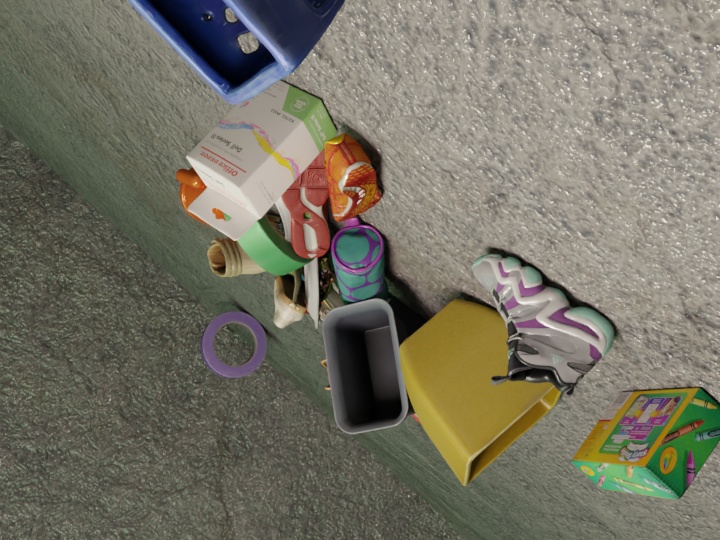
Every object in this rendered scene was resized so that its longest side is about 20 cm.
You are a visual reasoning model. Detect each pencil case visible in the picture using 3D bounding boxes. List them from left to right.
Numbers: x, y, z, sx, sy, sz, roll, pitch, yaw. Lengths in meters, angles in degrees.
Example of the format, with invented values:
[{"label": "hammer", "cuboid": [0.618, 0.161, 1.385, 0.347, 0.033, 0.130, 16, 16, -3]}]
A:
[{"label": "pencil case", "cuboid": [0.000, 0.000, 1.535, 0.084, 0.094, 0.200, -5, 157, 1]}]

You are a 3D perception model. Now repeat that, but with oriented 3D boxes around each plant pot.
[{"label": "plant pot", "cuboid": [-0.093, -0.279, 0.792, 0.200, 0.180, 0.200, 46, 164, -17]}, {"label": "plant pot", "cuboid": [0.162, 0.160, 1.407, 0.200, 0.195, 0.195, 48, 169, 20]}]

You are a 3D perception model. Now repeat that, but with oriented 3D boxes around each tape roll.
[{"label": "tape roll", "cuboid": [-0.389, 0.228, 2.943, 0.200, 0.200, 0.085, 42, 165, -6]}, {"label": "tape roll", "cuboid": [-0.136, -0.094, 1.440, 0.201, 0.048, 0.202, 48, -152, -36]}]

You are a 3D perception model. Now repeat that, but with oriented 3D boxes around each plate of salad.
[{"label": "plate of salad", "cuboid": [-0.068, -0.005, 1.594, 0.047, 0.203, 0.200, -1, 166, -6]}]

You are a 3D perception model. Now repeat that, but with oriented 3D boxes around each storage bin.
[{"label": "storage bin", "cuboid": [0.021, 0.163, 1.568, 0.144, 0.203, 0.134, -14, 165, 19]}]

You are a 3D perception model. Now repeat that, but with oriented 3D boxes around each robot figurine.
[{"label": "robot figurine", "cuboid": [-0.252, -0.133, 1.733, 0.199, 0.143, 0.118, 21, 120, 51]}]

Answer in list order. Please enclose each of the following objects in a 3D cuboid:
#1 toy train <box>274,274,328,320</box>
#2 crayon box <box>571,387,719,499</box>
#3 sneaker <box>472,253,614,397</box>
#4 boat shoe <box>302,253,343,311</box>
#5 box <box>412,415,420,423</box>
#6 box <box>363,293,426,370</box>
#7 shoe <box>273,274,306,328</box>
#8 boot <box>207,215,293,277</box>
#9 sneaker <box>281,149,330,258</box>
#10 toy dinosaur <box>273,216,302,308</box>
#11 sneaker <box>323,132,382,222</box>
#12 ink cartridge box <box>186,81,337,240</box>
[{"label": "toy train", "cuboid": [-0.063, 0.044, 1.850, 0.200, 0.085, 0.115, 47, 151, -21]}, {"label": "crayon box", "cuboid": [0.351, 0.209, 1.177, 0.058, 0.119, 0.200, 41, 166, -4]}, {"label": "sneaker", "cuboid": [0.189, 0.075, 1.158, 0.199, 0.140, 0.078, 33, 164, 27]}, {"label": "boat shoe", "cuboid": [-0.039, 0.044, 1.757, 0.060, 0.072, 0.202, -16, 121, 35]}, {"label": "box", "cuboid": [0.167, 0.269, 1.855, 0.200, 0.095, 0.103, 41, 165, 0]}, {"label": "box", "cuboid": [0.098, 0.165, 1.720, 0.199, 0.104, 0.183, 35, 163, 23]}, {"label": "shoe", "cuboid": [-0.128, 0.050, 1.698, 0.069, 0.054, 0.200, 28, -168, -8]}, {"label": "boot", "cuboid": [-0.205, -0.044, 1.744, 0.200, 0.154, 0.074, -131, 41, -55]}, {"label": "sneaker", "cuboid": [-0.080, -0.129, 1.388, 0.116, 0.077, 0.202, -99, 12, -53]}, {"label": "toy dinosaur", "cuboid": [-0.116, -0.028, 1.534, 0.089, 0.047, 0.201, 59, -167, -27]}, {"label": "sneaker", "cuboid": [-0.014, -0.124, 1.290, 0.078, 0.072, 0.200, 61, 168, 16]}, {"label": "ink cartridge box", "cuboid": [-0.140, -0.148, 1.240, 0.117, 0.200, 0.068, 30, 162, 35]}]
